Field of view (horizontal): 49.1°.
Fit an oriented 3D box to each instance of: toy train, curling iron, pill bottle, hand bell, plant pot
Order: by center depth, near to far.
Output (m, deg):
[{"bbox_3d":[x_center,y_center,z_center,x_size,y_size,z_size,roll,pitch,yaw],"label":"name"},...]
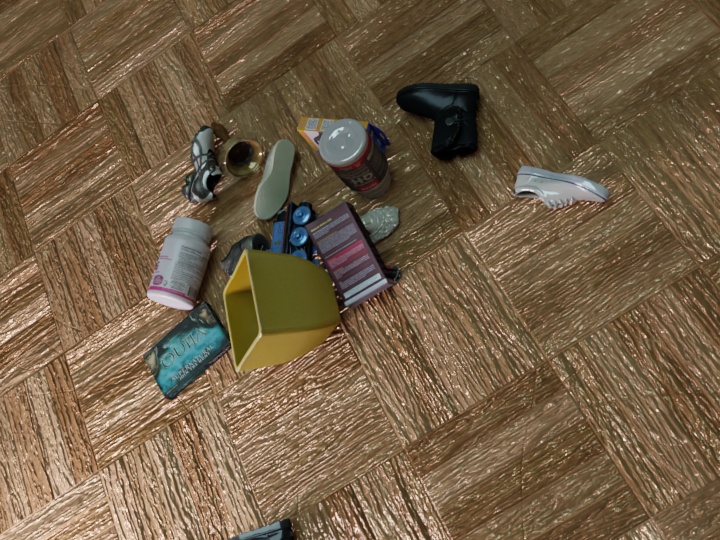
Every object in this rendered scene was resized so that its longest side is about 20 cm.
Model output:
[{"bbox_3d":[-0.158,0.084,1.658,0.196,0.199,0.195,-52,45,51],"label":"plant pot"},{"bbox_3d":[-0.003,-0.237,1.726,0.110,0.200,0.111,-8,67,20],"label":"pill bottle"},{"bbox_3d":[0.000,0.000,1.731,0.199,0.026,0.050,11,73,26],"label":"curling iron"},{"bbox_3d":[-0.154,-0.061,1.788,0.114,0.087,0.201,-7,68,24],"label":"toy train"},{"bbox_3d":[-0.422,-0.017,1.867,0.113,0.113,0.201,7,72,25],"label":"pill bottle"},{"bbox_3d":[-0.331,-0.324,1.981,0.104,0.104,0.200,-45,47,1],"label":"hand bell"}]

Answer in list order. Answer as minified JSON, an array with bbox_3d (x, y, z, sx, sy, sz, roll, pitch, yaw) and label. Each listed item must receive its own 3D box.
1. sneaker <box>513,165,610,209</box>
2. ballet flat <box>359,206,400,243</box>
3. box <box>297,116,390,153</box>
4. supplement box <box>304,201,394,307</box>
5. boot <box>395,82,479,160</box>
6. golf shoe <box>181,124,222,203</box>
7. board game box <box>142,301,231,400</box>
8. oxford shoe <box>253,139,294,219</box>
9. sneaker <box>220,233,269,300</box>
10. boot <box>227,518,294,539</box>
[{"bbox_3d":[0.406,-0.157,1.605,0.200,0.073,0.071,18,87,37],"label":"sneaker"},{"bbox_3d":[-0.004,-0.085,1.745,0.200,0.072,0.072,-30,61,9],"label":"ballet flat"},{"bbox_3d":[-0.032,-0.302,1.811,0.199,0.119,0.042,11,75,27],"label":"box"},{"bbox_3d":[-0.024,-0.033,1.682,0.109,0.061,0.200,-30,79,13],"label":"supplement box"},{"bbox_3d":[0.168,-0.332,1.762,0.199,0.076,0.169,1,67,17],"label":"boot"},{"bbox_3d":[-0.379,-0.264,1.974,0.094,0.078,0.201,6,82,20],"label":"golf shoe"},{"bbox_3d":[-0.400,0.185,1.827,0.200,0.028,0.135,-41,61,4],"label":"board game box"},{"bbox_3d":[-0.207,-0.216,1.891,0.058,0.075,0.201,0,73,67],"label":"oxford shoe"},{"bbox_3d":[-0.262,0.022,1.812,0.114,0.076,0.200,-11,81,42],"label":"sneaker"},{"bbox_3d":[-0.187,0.614,1.552,0.164,0.066,0.201,-24,67,14],"label":"boot"}]
